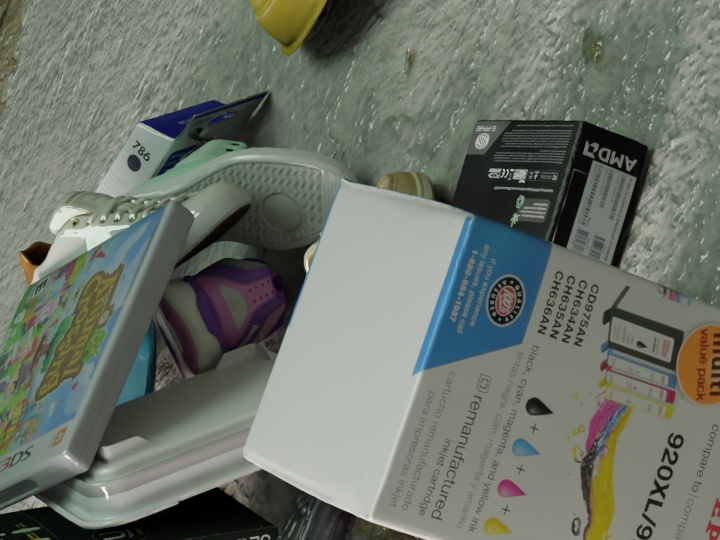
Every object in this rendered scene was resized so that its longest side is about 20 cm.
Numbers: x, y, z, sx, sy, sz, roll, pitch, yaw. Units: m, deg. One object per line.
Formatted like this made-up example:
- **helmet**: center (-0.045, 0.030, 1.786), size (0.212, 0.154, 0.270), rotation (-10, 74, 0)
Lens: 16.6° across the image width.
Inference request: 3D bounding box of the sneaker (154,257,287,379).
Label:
- **sneaker**: center (-0.094, 0.029, 1.699), size (0.088, 0.081, 0.200), rotation (-29, 2, -9)

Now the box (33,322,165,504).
- **box**: center (-0.189, 0.099, 1.786), size (0.039, 0.041, 0.200), rotation (-53, 8, 33)

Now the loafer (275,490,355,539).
- **loafer**: center (-0.031, 0.216, 1.437), size (0.068, 0.070, 0.201), rotation (-135, 61, -80)

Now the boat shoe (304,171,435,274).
- **boat shoe**: center (0.000, 0.000, 1.483), size (0.200, 0.069, 0.074), rotation (-79, 7, -54)

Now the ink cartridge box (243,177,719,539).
- **ink cartridge box**: center (0.079, 0.063, 1.176), size (0.145, 0.200, 0.148), rotation (16, 87, 62)

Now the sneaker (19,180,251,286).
- **sneaker**: center (-0.162, -0.026, 1.662), size (0.200, 0.085, 0.073), rotation (-30, 3, 36)

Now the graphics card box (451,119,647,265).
- **graphics card box**: center (0.083, 0.016, 1.373), size (0.125, 0.051, 0.200), rotation (5, 78, 65)

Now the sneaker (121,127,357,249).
- **sneaker**: center (-0.069, -0.066, 1.708), size (0.200, 0.074, 0.118), rotation (-7, 23, 34)

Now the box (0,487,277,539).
- **box**: center (-0.159, 0.223, 1.492), size (0.124, 0.200, 0.149), rotation (-160, 64, -64)

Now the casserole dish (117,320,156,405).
- **casserole dish**: center (-0.196, 0.092, 1.703), size (0.200, 0.121, 0.039), rotation (-94, -12, -61)

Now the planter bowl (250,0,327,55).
- **planter bowl**: center (-0.054, -0.261, 1.751), size (0.200, 0.083, 0.201), rotation (-159, 90, -78)

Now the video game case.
- **video game case**: center (-0.194, 0.064, 1.565), size (0.182, 0.022, 0.200), rotation (-27, 34, 46)

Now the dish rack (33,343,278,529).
- **dish rack**: center (-0.105, 0.095, 1.537), size (0.172, 0.200, 0.044), rotation (13, 121, 66)

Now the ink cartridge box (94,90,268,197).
- **ink cartridge box**: center (-0.154, -0.066, 1.854), size (0.039, 0.099, 0.200), rotation (46, 122, 14)
